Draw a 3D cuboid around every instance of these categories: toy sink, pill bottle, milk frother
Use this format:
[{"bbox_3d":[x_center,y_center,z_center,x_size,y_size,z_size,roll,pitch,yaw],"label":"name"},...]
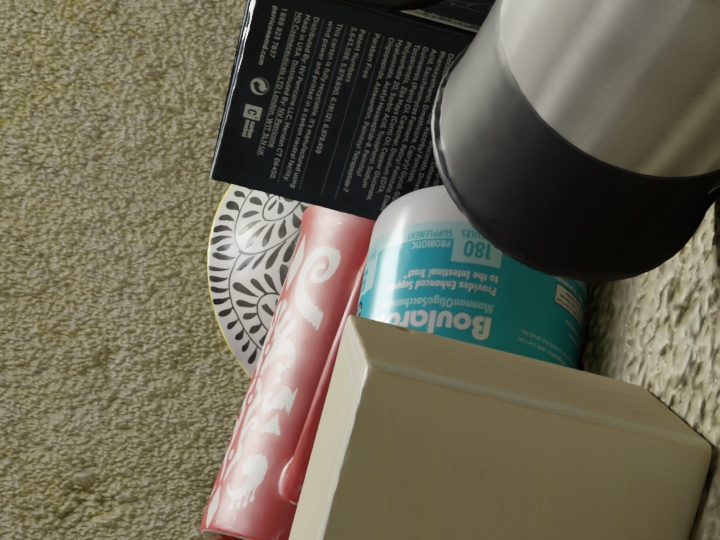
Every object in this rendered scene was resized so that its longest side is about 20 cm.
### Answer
[{"bbox_3d":[0.034,0.134,0.607,0.112,0.130,0.201,-120,43,-81],"label":"toy sink"},{"bbox_3d":[0.044,0.069,0.739,0.111,0.110,0.201,117,165,-64],"label":"pill bottle"},{"bbox_3d":[0.070,-0.125,0.551,0.188,0.199,0.181,117,169,-62],"label":"milk frother"}]

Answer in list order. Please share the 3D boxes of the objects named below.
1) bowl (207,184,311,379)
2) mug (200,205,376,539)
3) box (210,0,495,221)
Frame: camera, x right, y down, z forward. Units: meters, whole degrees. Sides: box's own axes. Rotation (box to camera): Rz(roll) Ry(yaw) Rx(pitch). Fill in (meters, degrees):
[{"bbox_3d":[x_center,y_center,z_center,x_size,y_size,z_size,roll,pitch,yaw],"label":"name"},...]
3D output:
[{"bbox_3d":[0.000,0.000,1.117,0.094,0.200,0.201,-14,58,49],"label":"bowl"},{"bbox_3d":[-0.016,0.069,0.898,0.178,0.133,0.201,47,-120,-54],"label":"mug"},{"bbox_3d":[0.031,-0.119,0.869,0.200,0.196,0.124,-88,13,-61],"label":"box"}]
